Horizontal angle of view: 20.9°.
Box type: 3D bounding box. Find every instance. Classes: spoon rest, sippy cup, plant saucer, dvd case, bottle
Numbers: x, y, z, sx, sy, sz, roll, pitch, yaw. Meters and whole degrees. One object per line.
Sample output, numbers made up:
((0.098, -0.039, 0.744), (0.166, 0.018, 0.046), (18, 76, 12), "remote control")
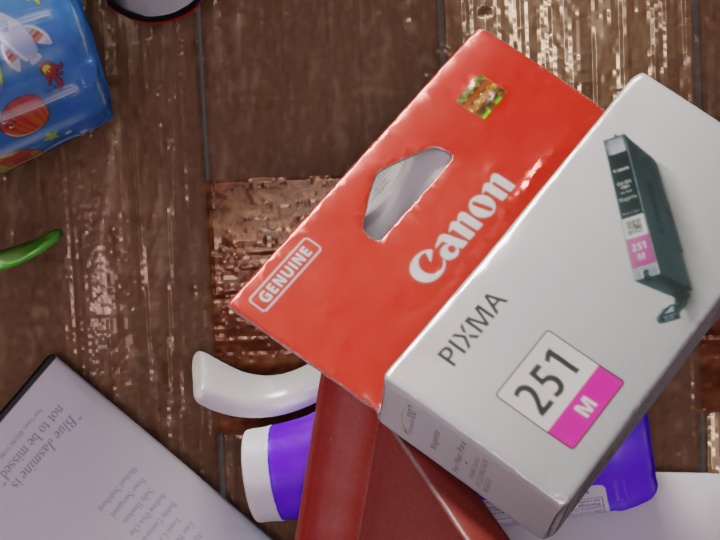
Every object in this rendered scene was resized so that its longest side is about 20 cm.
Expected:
((0.000, 0.000, 0.951), (0.060, 0.100, 0.200), (34, 113, -24), "spoon rest")
((-0.191, -0.099, 0.928), (0.130, 0.140, 0.178), (-18, 135, -5), "sippy cup")
((0.025, 0.163, 0.864), (0.036, 0.200, 0.201), (-6, 125, -23), "plant saucer")
((-0.126, 0.160, 0.982), (0.200, 0.018, 0.143), (40, 76, -2), "dvd case")
((0.043, 0.087, 0.953), (0.199, 0.084, 0.066), (-10, 134, 8), "bottle")

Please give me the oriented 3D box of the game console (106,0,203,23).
((-0.087, -0.240, 0.948), (0.200, 0.031, 0.177), (-41, 93, 7), "game console")

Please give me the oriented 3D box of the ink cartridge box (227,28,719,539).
((0.069, -0.012, 0.847), (0.173, 0.044, 0.200), (35, 64, 13), "ink cartridge box")

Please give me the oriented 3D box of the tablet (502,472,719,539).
((0.126, 0.169, 0.908), (0.129, 0.201, 0.014), (-1, 130, -2), "tablet")
